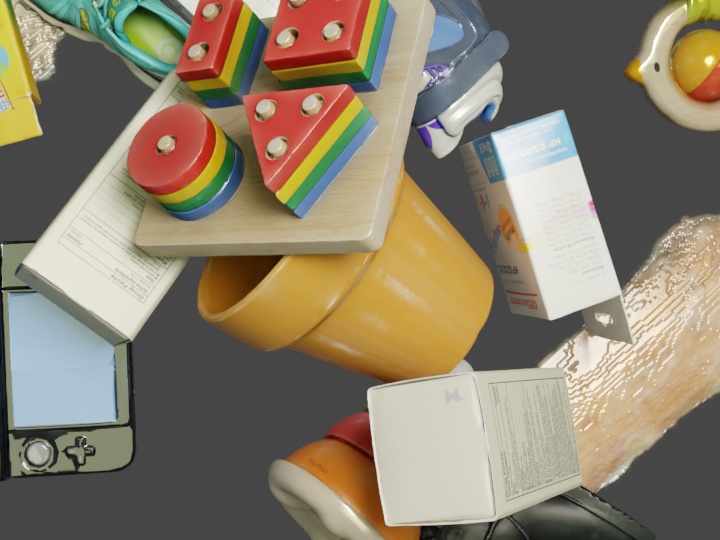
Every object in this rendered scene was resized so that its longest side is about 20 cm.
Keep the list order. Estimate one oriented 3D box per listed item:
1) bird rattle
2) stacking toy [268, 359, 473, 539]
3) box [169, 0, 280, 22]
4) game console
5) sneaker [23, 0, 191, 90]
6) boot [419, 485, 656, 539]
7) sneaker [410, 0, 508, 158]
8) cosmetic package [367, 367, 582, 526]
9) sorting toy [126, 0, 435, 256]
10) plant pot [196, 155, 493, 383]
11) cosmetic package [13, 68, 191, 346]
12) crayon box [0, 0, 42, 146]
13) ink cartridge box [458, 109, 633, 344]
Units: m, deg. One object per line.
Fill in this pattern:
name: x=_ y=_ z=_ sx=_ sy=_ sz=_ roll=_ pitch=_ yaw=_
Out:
bird rattle: x=0.326 y=-0.202 z=0.948 sx=0.200 sy=0.113 sz=0.163 roll=32 pitch=98 yaw=-20
stacking toy: x=0.034 y=0.152 z=0.892 sx=0.146 sy=0.146 sz=0.200 roll=46 pitch=70 yaw=-6
box: x=-0.069 y=-0.279 z=0.906 sx=0.144 sy=0.036 sz=0.200 roll=44 pitch=87 yaw=-6
game console: x=-0.272 y=0.075 z=0.841 sx=0.172 sy=0.119 sz=0.200 roll=-2 pitch=91 yaw=-7
sneaker: x=-0.203 y=-0.219 z=0.866 sx=0.200 sy=0.080 sz=0.078 roll=32 pitch=86 yaw=-6
boot: x=0.136 y=0.249 z=0.921 sx=0.198 sy=0.073 sz=0.163 roll=28 pitch=85 yaw=0
sneaker: x=0.033 y=-0.161 z=0.883 sx=0.200 sy=0.081 sz=0.147 roll=-18 pitch=95 yaw=-26
cosmetic package: x=0.092 y=0.128 z=0.797 sx=0.087 sy=0.200 sz=0.104 roll=-11 pitch=80 yaw=26
sorting toy: x=-0.067 y=-0.114 z=0.745 sx=0.200 sy=0.070 sz=0.199 roll=-1 pitch=63 yaw=30
plant pot: x=0.000 y=0.000 z=0.851 sx=0.183 sy=0.200 sz=0.200 roll=35 pitch=86 yaw=-22
cosmetic package: x=-0.173 y=-0.049 z=0.845 sx=0.105 sy=0.071 sz=0.200 roll=39 pitch=69 yaw=-14
crayon box: x=-0.344 y=-0.188 z=0.861 sx=0.127 sy=0.051 sz=0.200 roll=-15 pitch=92 yaw=-7
ink cartridge box: x=0.156 y=-0.025 z=0.898 sx=0.068 sy=0.115 sz=0.200 roll=-19 pitch=93 yaw=-7
